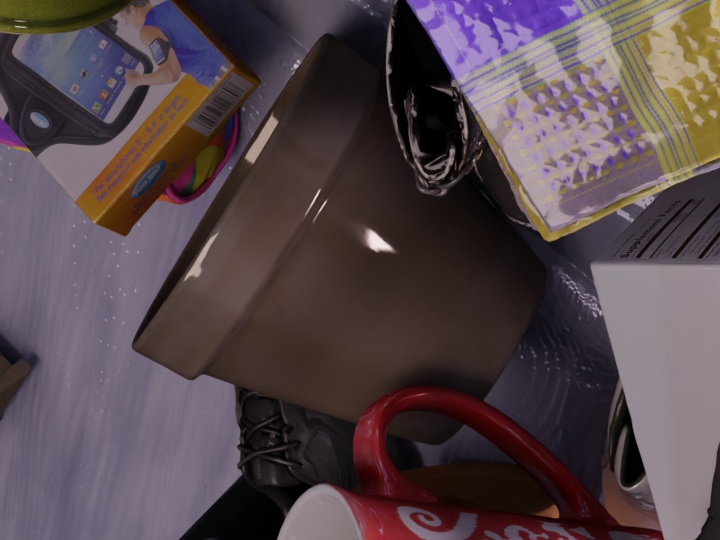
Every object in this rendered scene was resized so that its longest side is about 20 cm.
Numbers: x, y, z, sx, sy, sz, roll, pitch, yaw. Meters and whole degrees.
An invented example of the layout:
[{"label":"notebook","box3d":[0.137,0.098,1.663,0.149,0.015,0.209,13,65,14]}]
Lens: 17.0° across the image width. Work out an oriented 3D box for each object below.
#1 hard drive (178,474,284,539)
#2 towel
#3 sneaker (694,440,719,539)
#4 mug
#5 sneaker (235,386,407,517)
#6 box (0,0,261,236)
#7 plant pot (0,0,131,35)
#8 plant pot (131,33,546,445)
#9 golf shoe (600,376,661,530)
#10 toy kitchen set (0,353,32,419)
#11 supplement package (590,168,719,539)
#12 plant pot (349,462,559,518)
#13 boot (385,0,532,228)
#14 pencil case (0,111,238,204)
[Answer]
[{"label":"hard drive","box3d":[-0.030,0.226,1.503,0.042,0.135,0.200,-31,96,30]},{"label":"towel","box3d":[0.088,-0.118,1.039,0.143,0.023,0.201,-20,108,34]},{"label":"sneaker","box3d":[0.194,0.084,1.074,0.091,0.076,0.200,49,129,13]},{"label":"mug","box3d":[0.071,0.162,1.225,0.133,0.199,0.179,-143,62,-63]},{"label":"sneaker","box3d":[-0.040,0.081,1.429,0.076,0.091,0.201,-12,109,44]},{"label":"box","box3d":[-0.161,-0.130,1.359,0.119,0.041,0.200,-48,67,8]},{"label":"plant pot","box3d":[-0.172,-0.262,1.244,0.200,0.200,0.193,39,130,10]},{"label":"plant pot","box3d":[0.000,0.000,1.305,0.173,0.200,0.200,31,135,-6]},{"label":"golf shoe","box3d":[0.154,0.100,1.298,0.078,0.097,0.201,21,130,24]},{"label":"toy kitchen set","box3d":[-0.366,0.100,1.641,0.163,0.180,0.200,45,136,5]},{"label":"supplement package","box3d":[0.248,0.046,1.151,0.199,0.147,0.192,1,119,37]},{"label":"plant pot","box3d":[0.060,0.196,1.382,0.199,0.200,0.141,4,104,36]},{"label":"boot","box3d":[0.054,-0.082,1.190,0.069,0.174,0.201,-5,116,19]},{"label":"pencil case","box3d":[-0.171,-0.104,1.423,0.199,0.088,0.089,20,129,24]}]
